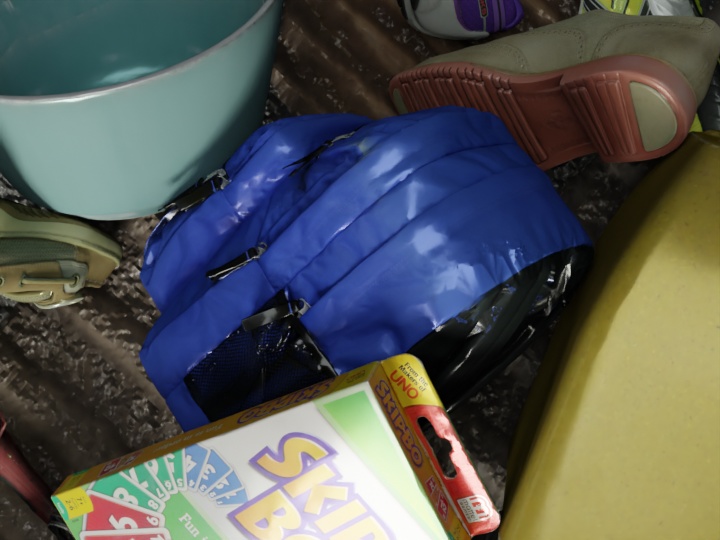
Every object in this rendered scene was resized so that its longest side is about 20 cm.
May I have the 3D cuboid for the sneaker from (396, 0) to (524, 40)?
[{"bbox_3d":[0.066,-0.228,0.895,0.083,0.081,0.202,4,89,-16],"label":"sneaker"}]

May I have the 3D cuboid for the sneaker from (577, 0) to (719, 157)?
[{"bbox_3d":[0.160,-0.113,0.877,0.076,0.075,0.202,-20,78,18],"label":"sneaker"}]

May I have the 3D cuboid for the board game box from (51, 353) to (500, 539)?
[{"bbox_3d":[-0.041,0.111,0.736,0.199,0.030,0.096,-23,104,22],"label":"board game box"}]

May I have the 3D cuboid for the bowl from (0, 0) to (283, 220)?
[{"bbox_3d":[-0.128,-0.101,0.841,0.199,0.201,0.106,-9,126,2],"label":"bowl"}]

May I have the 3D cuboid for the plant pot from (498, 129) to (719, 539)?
[{"bbox_3d":[0.188,0.043,0.767,0.193,0.196,0.202,16,100,5],"label":"plant pot"}]

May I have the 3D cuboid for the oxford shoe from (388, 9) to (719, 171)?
[{"bbox_3d":[0.102,-0.098,0.844,0.199,0.071,0.074,7,47,42],"label":"oxford shoe"}]

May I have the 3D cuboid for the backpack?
[{"bbox_3d":[0.000,0.000,0.788,0.200,0.162,0.168,-37,84,27],"label":"backpack"}]

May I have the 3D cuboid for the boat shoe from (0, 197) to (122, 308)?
[{"bbox_3d":[-0.189,-0.005,0.816,0.073,0.201,0.064,16,89,16],"label":"boat shoe"}]

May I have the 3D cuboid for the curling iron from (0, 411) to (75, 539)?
[{"bbox_3d":[-0.188,0.090,0.835,0.026,0.049,0.201,-54,126,-33],"label":"curling iron"}]

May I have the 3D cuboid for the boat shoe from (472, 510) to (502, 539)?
[{"bbox_3d":[0.119,0.217,0.847,0.073,0.063,0.202,-28,91,-29],"label":"boat shoe"}]
